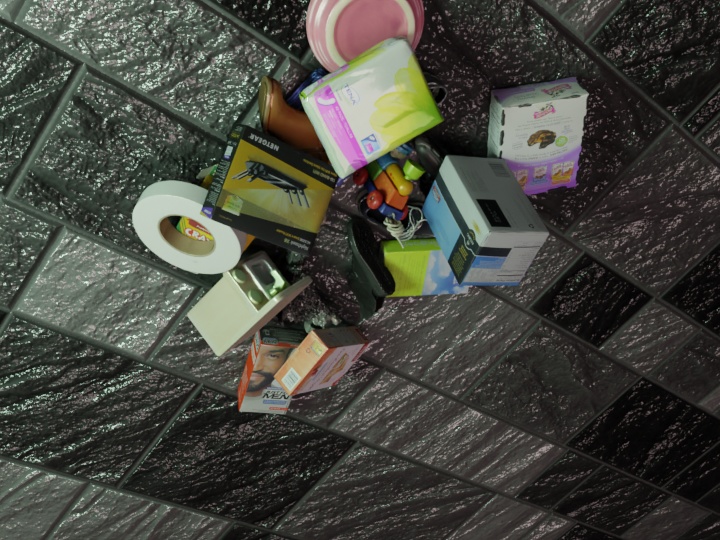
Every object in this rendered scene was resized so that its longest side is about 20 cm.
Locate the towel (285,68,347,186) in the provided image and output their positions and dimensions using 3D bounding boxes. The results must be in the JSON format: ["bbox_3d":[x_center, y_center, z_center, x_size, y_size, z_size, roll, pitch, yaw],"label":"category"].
[{"bbox_3d":[-0.056,-0.248,1.453,0.144,0.024,0.199,-40,127,19],"label":"towel"}]

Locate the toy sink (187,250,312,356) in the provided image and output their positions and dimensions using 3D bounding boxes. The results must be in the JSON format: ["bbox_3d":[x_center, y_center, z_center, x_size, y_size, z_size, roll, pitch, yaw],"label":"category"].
[{"bbox_3d":[-0.209,0.046,1.540,0.200,0.130,0.113,-40,87,33],"label":"toy sink"}]

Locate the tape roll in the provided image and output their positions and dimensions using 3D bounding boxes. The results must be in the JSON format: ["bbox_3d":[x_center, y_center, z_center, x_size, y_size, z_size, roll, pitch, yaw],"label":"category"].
[{"bbox_3d":[-0.293,-0.071,1.412,0.199,0.037,0.204,11,143,8],"label":"tape roll"}]

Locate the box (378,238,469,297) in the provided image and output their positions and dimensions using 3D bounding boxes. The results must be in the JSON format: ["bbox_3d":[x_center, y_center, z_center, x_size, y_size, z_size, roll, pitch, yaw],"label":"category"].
[{"bbox_3d":[0.133,-0.006,1.685,0.196,0.048,0.123,-3,130,-14],"label":"box"}]

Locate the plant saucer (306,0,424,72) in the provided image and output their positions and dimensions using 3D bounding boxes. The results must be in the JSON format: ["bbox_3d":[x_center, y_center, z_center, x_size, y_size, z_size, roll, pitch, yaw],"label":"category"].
[{"bbox_3d":[0.012,-0.397,1.334,0.197,0.051,0.203,-7,129,-9],"label":"plant saucer"}]

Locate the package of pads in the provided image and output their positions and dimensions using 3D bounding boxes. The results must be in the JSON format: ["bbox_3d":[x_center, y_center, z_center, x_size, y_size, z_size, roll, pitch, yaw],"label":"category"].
[{"bbox_3d":[0.016,-0.268,1.327,0.198,0.068,0.156,-29,113,-1],"label":"package of pads"}]

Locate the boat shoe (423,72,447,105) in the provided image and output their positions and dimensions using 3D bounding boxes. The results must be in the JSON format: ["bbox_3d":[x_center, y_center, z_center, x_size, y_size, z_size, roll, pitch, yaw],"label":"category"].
[{"bbox_3d":[0.061,-0.276,1.402,0.198,0.062,0.074,-31,130,-15],"label":"boat shoe"}]

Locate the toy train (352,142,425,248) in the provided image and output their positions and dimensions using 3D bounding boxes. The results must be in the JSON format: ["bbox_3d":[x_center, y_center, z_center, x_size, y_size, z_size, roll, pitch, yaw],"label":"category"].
[{"bbox_3d":[0.073,-0.145,1.455,0.084,0.201,0.116,18,121,-40],"label":"toy train"}]

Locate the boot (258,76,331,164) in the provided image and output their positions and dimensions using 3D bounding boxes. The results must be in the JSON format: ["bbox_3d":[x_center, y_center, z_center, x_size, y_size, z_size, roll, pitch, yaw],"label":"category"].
[{"bbox_3d":[-0.092,-0.251,1.384,0.152,0.075,0.201,-7,145,-6],"label":"boot"}]

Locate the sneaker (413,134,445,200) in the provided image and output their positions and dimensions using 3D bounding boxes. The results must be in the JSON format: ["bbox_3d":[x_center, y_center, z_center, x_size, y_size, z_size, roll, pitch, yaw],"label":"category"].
[{"bbox_3d":[0.143,-0.168,1.540,0.079,0.076,0.200,-30,129,13],"label":"sneaker"}]

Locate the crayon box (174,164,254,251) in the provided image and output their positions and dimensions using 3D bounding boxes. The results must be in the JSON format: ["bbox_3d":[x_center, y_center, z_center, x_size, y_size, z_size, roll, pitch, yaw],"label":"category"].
[{"bbox_3d":[-0.246,-0.088,1.445,0.126,0.051,0.200,29,141,-15],"label":"crayon box"}]

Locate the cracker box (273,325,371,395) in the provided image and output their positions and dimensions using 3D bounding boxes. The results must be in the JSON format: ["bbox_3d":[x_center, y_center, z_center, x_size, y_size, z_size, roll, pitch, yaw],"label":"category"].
[{"bbox_3d":[-0.075,0.184,1.702,0.134,0.058,0.199,-50,160,17],"label":"cracker box"}]

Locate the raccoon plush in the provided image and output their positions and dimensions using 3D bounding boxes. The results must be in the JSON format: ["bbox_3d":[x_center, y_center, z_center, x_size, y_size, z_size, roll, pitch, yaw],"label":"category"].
[{"bbox_3d":[-0.091,0.040,1.638,0.132,0.097,0.202,2,128,-27],"label":"raccoon plush"}]

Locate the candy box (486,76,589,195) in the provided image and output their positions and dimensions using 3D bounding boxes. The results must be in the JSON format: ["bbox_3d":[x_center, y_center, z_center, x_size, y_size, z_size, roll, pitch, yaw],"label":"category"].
[{"bbox_3d":[0.325,-0.244,1.530,0.165,0.072,0.202,-10,131,-7],"label":"candy box"}]

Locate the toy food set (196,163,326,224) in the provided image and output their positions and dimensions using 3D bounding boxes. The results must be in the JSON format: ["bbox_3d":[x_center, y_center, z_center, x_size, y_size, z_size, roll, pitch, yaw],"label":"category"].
[{"bbox_3d":[-0.173,-0.129,1.446,0.142,0.061,0.199,-11,144,44],"label":"toy food set"}]

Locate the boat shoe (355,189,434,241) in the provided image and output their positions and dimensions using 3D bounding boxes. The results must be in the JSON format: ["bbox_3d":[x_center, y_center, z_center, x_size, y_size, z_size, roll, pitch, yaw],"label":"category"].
[{"bbox_3d":[0.084,-0.101,1.585,0.198,0.062,0.075,22,120,-29],"label":"boat shoe"}]

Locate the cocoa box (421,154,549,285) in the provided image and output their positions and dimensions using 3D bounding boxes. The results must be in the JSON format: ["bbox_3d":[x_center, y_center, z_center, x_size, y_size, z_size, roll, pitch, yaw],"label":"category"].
[{"bbox_3d":[0.215,-0.087,1.451,0.131,0.202,0.132,0,136,-25],"label":"cocoa box"}]

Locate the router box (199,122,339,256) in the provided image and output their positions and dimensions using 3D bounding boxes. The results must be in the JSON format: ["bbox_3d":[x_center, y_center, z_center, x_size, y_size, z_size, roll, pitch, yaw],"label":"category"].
[{"bbox_3d":[-0.145,-0.130,1.349,0.198,0.052,0.160,20,92,-36],"label":"router box"}]

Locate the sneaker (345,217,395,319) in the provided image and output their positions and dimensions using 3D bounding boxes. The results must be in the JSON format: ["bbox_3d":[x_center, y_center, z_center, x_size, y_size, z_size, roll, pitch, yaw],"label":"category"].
[{"bbox_3d":[0.002,-0.002,1.635,0.103,0.060,0.202,-14,108,49],"label":"sneaker"}]

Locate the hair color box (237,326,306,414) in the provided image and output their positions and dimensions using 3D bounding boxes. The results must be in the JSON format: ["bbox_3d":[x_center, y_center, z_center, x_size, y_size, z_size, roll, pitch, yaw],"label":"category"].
[{"bbox_3d":[-0.190,0.217,1.767,0.109,0.064,0.202,7,125,-20],"label":"hair color box"}]
